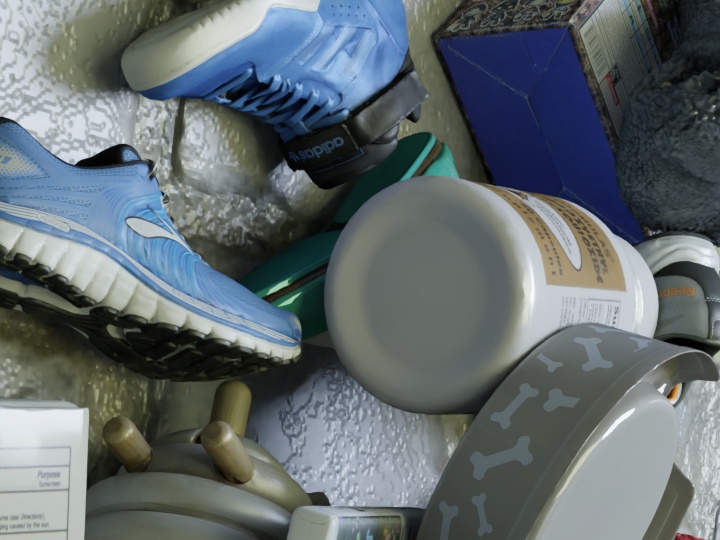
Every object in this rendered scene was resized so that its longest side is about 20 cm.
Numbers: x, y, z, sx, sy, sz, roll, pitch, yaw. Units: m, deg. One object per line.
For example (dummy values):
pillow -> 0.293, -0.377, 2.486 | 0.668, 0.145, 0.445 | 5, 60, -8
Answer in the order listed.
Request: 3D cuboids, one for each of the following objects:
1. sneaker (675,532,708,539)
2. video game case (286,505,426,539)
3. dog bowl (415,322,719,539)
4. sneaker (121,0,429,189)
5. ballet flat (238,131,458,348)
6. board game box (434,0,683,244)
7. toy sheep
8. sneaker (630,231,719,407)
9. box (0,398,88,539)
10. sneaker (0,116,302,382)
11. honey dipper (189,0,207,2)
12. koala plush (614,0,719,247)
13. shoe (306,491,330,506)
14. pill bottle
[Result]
sneaker -> 0.172, 0.221, 1.342 | 0.200, 0.079, 0.096 | -7, 105, -43
video game case -> -0.015, 0.206, 0.961 | 0.182, 0.023, 0.201 | 20, 83, -72
dog bowl -> 0.097, 0.115, 1.028 | 0.200, 0.059, 0.201 | -40, 146, -34
sneaker -> -0.033, -0.090, 1.066 | 0.200, 0.077, 0.112 | -32, 105, -54
ballet flat -> 0.000, 0.000, 1.113 | 0.200, 0.067, 0.071 | -44, 113, -44
board game box -> 0.155, -0.131, 1.291 | 0.200, 0.097, 0.160 | -49, 126, -40
toy sheep -> -0.077, 0.138, 0.970 | 0.138, 0.137, 0.201 | 46, 50, -41
sneaker -> 0.138, 0.065, 1.211 | 0.074, 0.200, 0.080 | 11, 45, -32
box -> -0.191, 0.149, 0.838 | 0.128, 0.109, 0.201 | 6, 85, -51
sneaker -> -0.101, -0.011, 0.970 | 0.200, 0.078, 0.089 | 30, 60, -36
honey dipper -> -0.101, -0.228, 1.021 | 0.038, 0.038, 0.201 | -39, 115, -45
koala plush -> 0.230, -0.126, 1.210 | 0.178, 0.183, 0.201 | 56, 28, -47
shoe -> -0.016, 0.207, 1.087 | 0.053, 0.070, 0.201 | -24, 108, -25
pill bottle -> 0.077, 0.016, 1.086 | 0.200, 0.114, 0.115 | 6, 85, -61
